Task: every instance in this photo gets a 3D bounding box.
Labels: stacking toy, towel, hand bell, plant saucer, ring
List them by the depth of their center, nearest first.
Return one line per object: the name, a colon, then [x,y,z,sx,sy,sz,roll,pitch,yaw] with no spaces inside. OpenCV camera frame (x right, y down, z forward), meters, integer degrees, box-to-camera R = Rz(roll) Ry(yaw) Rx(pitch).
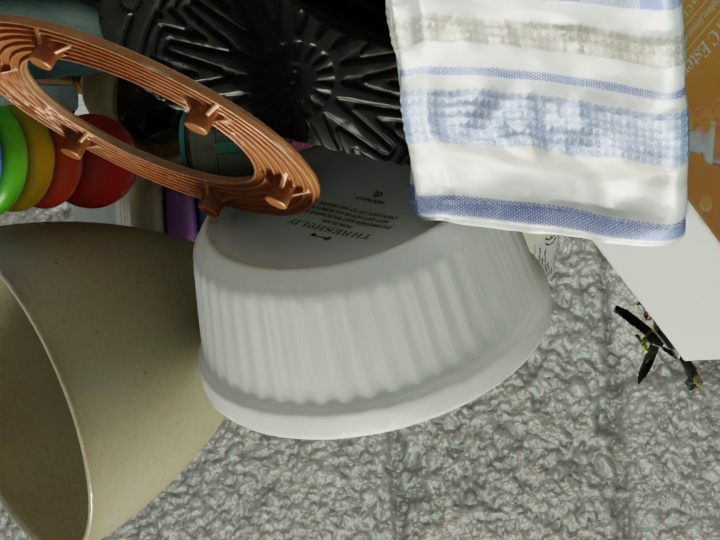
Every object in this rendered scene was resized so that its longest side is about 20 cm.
towel: [0.084,-0.088,1.047,0.147,0.024,0.200,8,140,15]
ring: [-0.115,-0.073,1.123,0.200,0.019,0.200,23,166,6]
stacking toy: [-0.205,-0.063,1.221,0.085,0.085,0.200,-4,179,44]
plant saucer: [-0.216,-0.133,1.241,0.201,0.039,0.201,-4,-179,0]
stacking toy: [-0.046,-0.033,1.408,0.200,0.085,0.085,-4,180,-3]
hand bell: [-0.181,-0.126,1.421,0.104,0.104,0.200,-4,-167,-45]

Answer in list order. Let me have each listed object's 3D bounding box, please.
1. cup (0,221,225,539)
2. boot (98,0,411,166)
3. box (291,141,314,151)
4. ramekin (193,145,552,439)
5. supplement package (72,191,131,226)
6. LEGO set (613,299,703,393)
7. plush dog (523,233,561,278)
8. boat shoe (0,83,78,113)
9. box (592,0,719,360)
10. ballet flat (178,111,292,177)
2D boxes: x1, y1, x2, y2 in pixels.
cup: [-0.151,0.052,1.306,0.143,0.200,0.200,-22,-171,-29]
boot: [-0.045,-0.127,1.167,0.211,0.079,0.158,22,-162,-19]
box: [-0.027,-0.119,1.511,0.176,0.097,0.200,-4,179,-20]
ramekin: [0.000,0.000,1.208,0.202,0.094,0.202,-11,-153,6]
supplement package: [-0.089,-0.009,1.524,0.200,0.114,0.110,-2,178,-22]
LEGO set: [0.192,-0.040,1.305,0.116,0.154,0.200,-19,-147,53]
plush dog: [0.061,-0.091,1.357,0.200,0.172,0.160,14,122,-51]
boat shoe: [-0.255,-0.065,1.342,0.200,0.091,0.071,-5,180,28]
box: [0.180,-0.066,1.158,0.124,0.200,0.097,-49,-158,-25]
ballet flat: [-0.062,-0.096,1.282,0.064,0.067,0.200,-6,-160,6]
